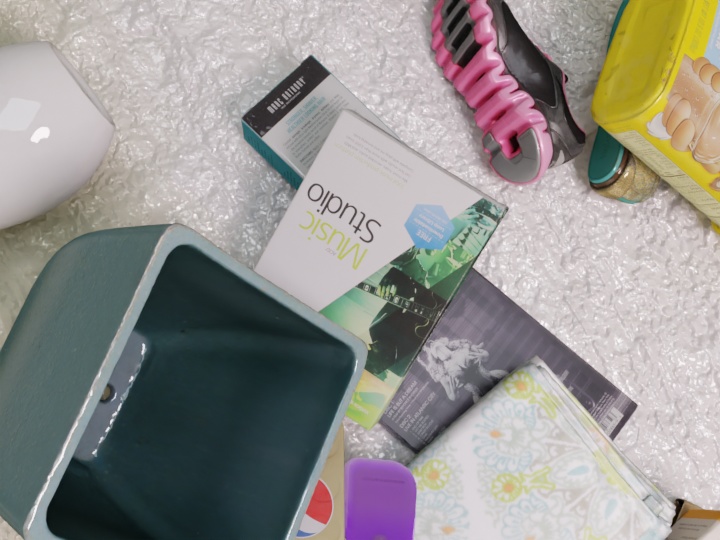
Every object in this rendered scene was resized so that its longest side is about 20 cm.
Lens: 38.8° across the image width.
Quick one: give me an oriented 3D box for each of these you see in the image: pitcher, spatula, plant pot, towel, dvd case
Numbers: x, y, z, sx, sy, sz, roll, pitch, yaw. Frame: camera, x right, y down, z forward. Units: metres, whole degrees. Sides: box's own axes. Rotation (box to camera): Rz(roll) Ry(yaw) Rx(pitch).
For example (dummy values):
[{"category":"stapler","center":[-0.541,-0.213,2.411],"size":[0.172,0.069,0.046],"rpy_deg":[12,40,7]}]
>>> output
[{"category":"pitcher","center":[-0.303,-0.100,0.777],"size":[0.200,0.121,0.172],"rpy_deg":[-36,77,-1]},{"category":"spatula","center":[0.017,0.239,0.761],"size":[0.056,0.021,0.201],"rpy_deg":[0,101,17]},{"category":"plant pot","center":[-0.154,0.087,0.697],"size":[0.196,0.199,0.197],"rpy_deg":[36,72,-42]},{"category":"towel","center":[0.117,0.189,0.784],"size":[0.200,0.048,0.171],"rpy_deg":[-41,85,-1]},{"category":"dvd case","center":[0.106,0.104,0.832],"size":[0.200,0.016,0.149],"rpy_deg":[40,77,2]}]

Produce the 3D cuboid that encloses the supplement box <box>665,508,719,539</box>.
[{"category":"supplement box","center":[0.230,0.290,0.757],"size":[0.200,0.074,0.126],"rpy_deg":[-38,85,-12]}]

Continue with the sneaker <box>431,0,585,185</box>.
[{"category":"sneaker","center":[0.131,-0.171,0.876],"size":[0.095,0.079,0.201],"rpy_deg":[-16,80,-33]}]

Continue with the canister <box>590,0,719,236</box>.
[{"category":"canister","center":[0.288,-0.126,0.826],"size":[0.200,0.086,0.149],"rpy_deg":[32,71,-29]}]

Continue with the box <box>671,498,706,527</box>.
[{"category":"box","center":[0.313,0.299,0.815],"size":[0.199,0.021,0.164],"rpy_deg":[27,76,-1]}]

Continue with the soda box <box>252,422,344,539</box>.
[{"category":"soda box","center":[-0.048,0.211,0.731],"size":[0.067,0.064,0.201],"rpy_deg":[5,57,-9]}]

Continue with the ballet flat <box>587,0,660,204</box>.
[{"category":"ballet flat","center":[0.244,-0.151,0.886],"size":[0.070,0.071,0.201],"rpy_deg":[15,76,-4]}]

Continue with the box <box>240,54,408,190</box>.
[{"category":"box","center":[0.000,-0.075,0.831],"size":[0.082,0.049,0.200],"rpy_deg":[-44,82,-12]}]

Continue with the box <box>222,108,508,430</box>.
[{"category":"box","center":[0.000,0.000,0.778],"size":[0.144,0.036,0.201],"rpy_deg":[32,103,10]}]
